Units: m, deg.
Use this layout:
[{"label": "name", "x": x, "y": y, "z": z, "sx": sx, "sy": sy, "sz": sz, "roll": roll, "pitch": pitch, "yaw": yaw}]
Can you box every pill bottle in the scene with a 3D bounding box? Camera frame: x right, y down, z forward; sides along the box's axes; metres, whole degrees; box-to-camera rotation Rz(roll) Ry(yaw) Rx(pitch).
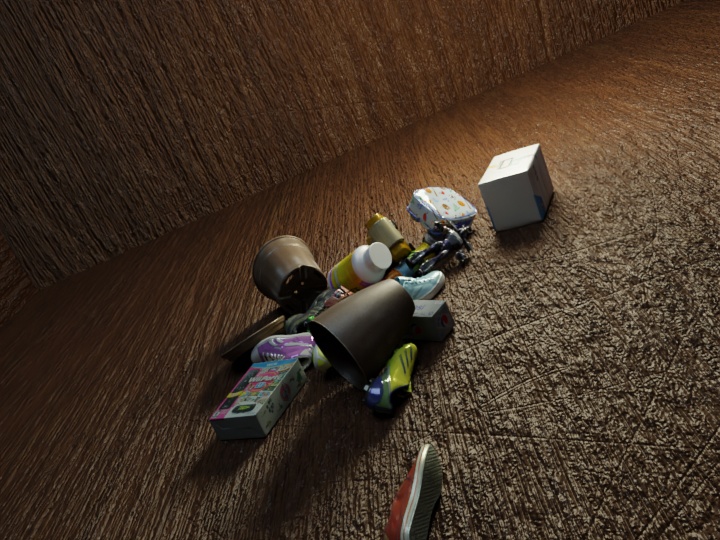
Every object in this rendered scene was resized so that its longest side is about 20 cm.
[{"label": "pill bottle", "x": 0.000, "y": 0.000, "z": 1.882, "sx": 0.104, "sy": 0.105, "sz": 0.199, "roll": -43, "pitch": 4, "yaw": -40}]

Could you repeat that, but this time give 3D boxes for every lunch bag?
[{"label": "lunch bag", "x": 0.232, "y": -0.165, "z": 1.996, "sx": 0.160, "sy": 0.077, "sz": 0.198, "roll": 43, "pitch": 37, "yaw": 25}]

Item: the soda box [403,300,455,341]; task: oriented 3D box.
[{"label": "soda box", "x": 0.118, "y": 0.113, "z": 1.617, "sx": 0.197, "sy": 0.069, "sz": 0.063, "roll": -2, "pitch": 32, "yaw": 47}]

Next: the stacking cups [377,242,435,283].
[{"label": "stacking cups", "x": 0.112, "y": 0.001, "z": 1.898, "sx": 0.198, "sy": 0.061, "sz": 0.060, "roll": -35, "pitch": 23, "yaw": -23}]

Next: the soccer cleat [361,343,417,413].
[{"label": "soccer cleat", "x": 0.078, "y": 0.223, "z": 1.442, "sx": 0.082, "sy": 0.066, "sz": 0.200, "roll": 21, "pitch": 37, "yaw": 22}]

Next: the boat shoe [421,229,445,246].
[{"label": "boat shoe", "x": 0.219, "y": -0.109, "z": 2.035, "sx": 0.057, "sy": 0.068, "sz": 0.200, "roll": -59, "pitch": -6, "yaw": 32}]

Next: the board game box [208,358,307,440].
[{"label": "board game box", "x": -0.231, "y": 0.292, "z": 1.606, "sx": 0.145, "sy": 0.065, "sz": 0.201, "roll": -12, "pitch": 24, "yaw": 32}]

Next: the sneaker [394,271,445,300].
[{"label": "sneaker", "x": 0.127, "y": 0.043, "z": 1.752, "sx": 0.198, "sy": 0.083, "sz": 0.073, "roll": -35, "pitch": 24, "yaw": -24}]

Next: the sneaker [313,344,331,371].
[{"label": "sneaker", "x": -0.053, "y": 0.181, "z": 1.679, "sx": 0.102, "sy": 0.078, "sz": 0.201, "roll": -2, "pitch": 23, "yaw": 4}]

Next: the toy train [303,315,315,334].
[{"label": "toy train", "x": -0.034, "y": 0.135, "z": 1.641, "sx": 0.195, "sy": 0.043, "sz": 0.056, "roll": 8, "pitch": 8, "yaw": 11}]

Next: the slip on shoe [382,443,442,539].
[{"label": "slip on shoe", "x": 0.082, "y": 0.352, "z": 1.099, "sx": 0.060, "sy": 0.075, "sz": 0.201, "roll": -16, "pitch": 28, "yaw": 30}]

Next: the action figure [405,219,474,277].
[{"label": "action figure", "x": 0.216, "y": -0.057, "z": 1.853, "sx": 0.198, "sy": 0.070, "sz": 0.131, "roll": -36, "pitch": 65, "yaw": -13}]

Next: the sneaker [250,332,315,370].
[{"label": "sneaker", "x": -0.199, "y": 0.216, "z": 1.738, "sx": 0.197, "sy": 0.074, "sz": 0.115, "roll": -17, "pitch": 26, "yaw": 23}]

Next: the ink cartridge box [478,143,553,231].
[{"label": "ink cartridge box", "x": 0.435, "y": -0.231, "z": 1.953, "sx": 0.143, "sy": 0.149, "sz": 0.201, "roll": -12, "pitch": 23, "yaw": 31}]

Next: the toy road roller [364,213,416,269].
[{"label": "toy road roller", "x": 0.058, "y": -0.057, "z": 1.956, "sx": 0.146, "sy": 0.124, "sz": 0.200, "roll": -42, "pitch": -16, "yaw": 8}]

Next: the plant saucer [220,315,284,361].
[{"label": "plant saucer", "x": -0.282, "y": 0.185, "z": 1.877, "sx": 0.198, "sy": 0.030, "sz": 0.200, "roll": -33, "pitch": -1, "yaw": -1}]

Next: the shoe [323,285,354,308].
[{"label": "shoe", "x": -0.028, "y": 0.084, "z": 1.727, "sx": 0.071, "sy": 0.091, "sz": 0.200, "roll": -42, "pitch": 3, "yaw": -26}]

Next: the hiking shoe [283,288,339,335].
[{"label": "hiking shoe", "x": -0.106, "y": 0.128, "z": 1.855, "sx": 0.198, "sy": 0.076, "sz": 0.101, "roll": -37, "pitch": 30, "yaw": -3}]

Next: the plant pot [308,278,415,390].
[{"label": "plant pot", "x": 0.020, "y": 0.118, "z": 1.517, "sx": 0.199, "sy": 0.189, "sz": 0.186, "roll": -40, "pitch": 25, "yaw": -21}]

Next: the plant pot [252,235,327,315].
[{"label": "plant pot", "x": -0.192, "y": 0.025, "z": 2.030, "sx": 0.198, "sy": 0.203, "sz": 0.198, "roll": -30, "pitch": 29, "yaw": -13}]
